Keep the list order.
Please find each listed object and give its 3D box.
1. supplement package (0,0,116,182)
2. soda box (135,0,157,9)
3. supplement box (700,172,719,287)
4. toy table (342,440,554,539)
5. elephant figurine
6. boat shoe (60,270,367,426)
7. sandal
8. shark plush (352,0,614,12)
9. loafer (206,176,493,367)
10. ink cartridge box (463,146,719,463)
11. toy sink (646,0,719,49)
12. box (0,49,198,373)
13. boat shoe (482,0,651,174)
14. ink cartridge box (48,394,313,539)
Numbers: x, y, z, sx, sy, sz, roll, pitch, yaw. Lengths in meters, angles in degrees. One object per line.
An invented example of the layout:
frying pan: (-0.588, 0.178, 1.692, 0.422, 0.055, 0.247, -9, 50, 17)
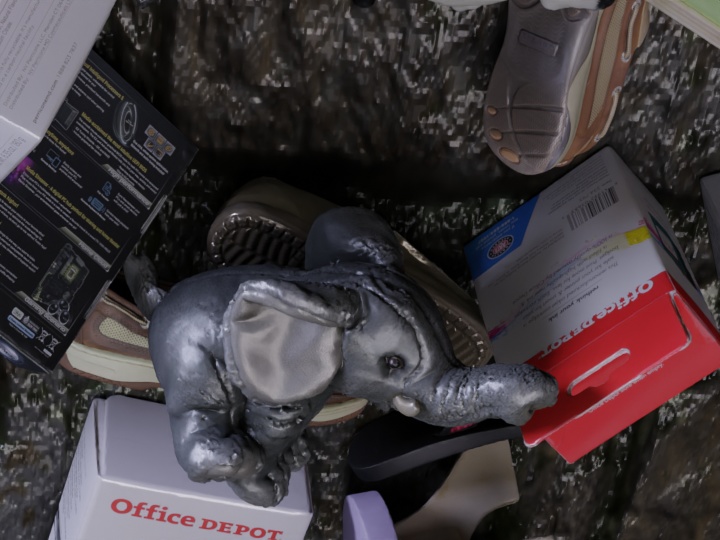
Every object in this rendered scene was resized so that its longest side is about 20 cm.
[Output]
supplement package: (-0.229, -0.147, 0.937, 0.199, 0.120, 0.121, 30, 160, -15)
soda box: (-0.138, -0.238, 0.984, 0.063, 0.071, 0.200, -26, 123, 9)
supplement box: (0.287, 0.033, 1.217, 0.101, 0.104, 0.201, -16, 123, 4)
toy table: (0.057, 0.203, 1.264, 0.116, 0.200, 0.185, -9, 89, -8)
elephant figurine: (-0.015, 0.034, 1.071, 0.155, 0.142, 0.200, 27, 134, -36)
boat shoe: (-0.084, 0.041, 1.187, 0.201, 0.075, 0.075, 11, 116, -15)
sandal: (0.078, 0.079, 1.238, 0.199, 0.075, 0.045, -22, 114, 10)
shark plush: (0.060, -0.180, 1.048, 0.199, 0.084, 0.091, -16, 147, 34)
loafer: (0.000, 0.000, 1.168, 0.199, 0.069, 0.076, 31, 128, -23)
ink cartridge box: (0.139, 0.029, 1.131, 0.116, 0.200, 0.067, -35, 122, 16)
toy sink: (0.232, -0.195, 0.969, 0.130, 0.112, 0.200, 36, 154, 12)
box: (-0.205, -0.065, 1.055, 0.200, 0.043, 0.161, 42, 69, -30)
boat shoe: (0.127, -0.152, 1.093, 0.072, 0.076, 0.201, -7, 123, -45)
ink cartridge box: (-0.130, 0.194, 1.277, 0.145, 0.085, 0.201, 11, 123, -15)
